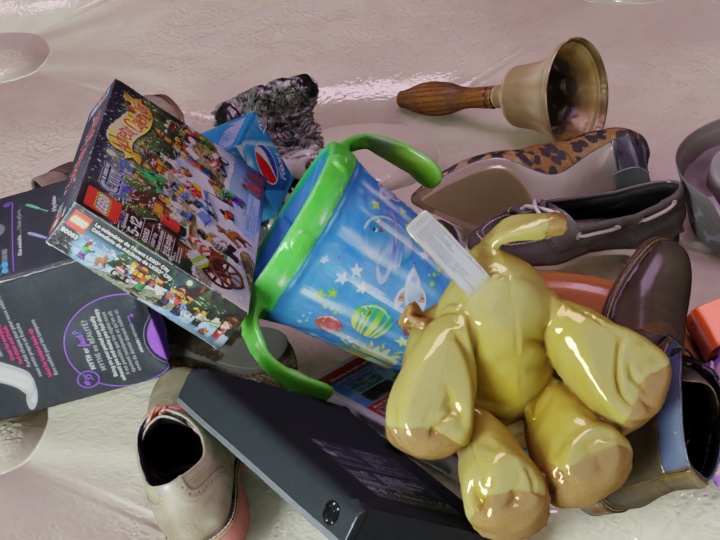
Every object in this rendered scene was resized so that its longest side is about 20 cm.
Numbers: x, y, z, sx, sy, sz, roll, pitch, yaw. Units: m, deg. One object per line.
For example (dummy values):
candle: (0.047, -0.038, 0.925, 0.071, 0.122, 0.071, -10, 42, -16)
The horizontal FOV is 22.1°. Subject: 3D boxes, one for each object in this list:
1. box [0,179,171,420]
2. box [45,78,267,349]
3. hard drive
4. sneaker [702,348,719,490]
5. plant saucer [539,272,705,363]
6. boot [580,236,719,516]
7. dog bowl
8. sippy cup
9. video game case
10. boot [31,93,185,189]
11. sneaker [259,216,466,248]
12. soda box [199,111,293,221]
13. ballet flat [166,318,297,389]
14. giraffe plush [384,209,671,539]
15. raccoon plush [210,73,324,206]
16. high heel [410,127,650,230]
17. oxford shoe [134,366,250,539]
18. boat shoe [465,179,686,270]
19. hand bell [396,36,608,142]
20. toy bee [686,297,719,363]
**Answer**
box: (-0.247, 0.025, 1.315, 0.199, 0.123, 0.106, -15, 37, 0)
box: (-0.135, -0.043, 1.274, 0.136, 0.038, 0.200, 34, 24, -17)
hard drive: (-0.011, 0.126, 1.158, 0.139, 0.033, 0.200, 19, 10, -40)
sneaker: (0.259, 0.063, 1.206, 0.088, 0.080, 0.201, -10, 59, 24)
plant saucer: (0.146, 0.048, 1.307, 0.199, 0.038, 0.200, 3, 22, -1)
boot: (0.203, 0.062, 1.180, 0.097, 0.075, 0.201, -15, 51, 51)
dog bowl: (0.354, -0.064, 1.486, 0.199, 0.059, 0.200, -4, 30, 2)
sippy cup: (0.000, 0.000, 1.292, 0.130, 0.178, 0.140, 32, 10, -8)
video game case: (0.081, 0.091, 1.294, 0.143, 0.018, 0.200, -27, 37, -34)
boot: (-0.215, -0.088, 1.606, 0.146, 0.070, 0.200, -18, 32, -18)
sneaker: (0.007, -0.008, 1.443, 0.199, 0.075, 0.115, 12, 19, 29)
soda box: (-0.157, -0.050, 1.454, 0.199, 0.068, 0.064, -21, 24, 22)
ballet flat: (-0.127, 0.059, 1.363, 0.199, 0.046, 0.067, 10, 47, 34)
giraffe plush: (0.077, 0.065, 1.160, 0.172, 0.201, 0.162, -26, -6, -14)
raccoon plush: (-0.060, -0.090, 1.606, 0.096, 0.134, 0.200, -22, -2, 0)
high heel: (0.145, -0.079, 1.554, 0.199, 0.072, 0.143, -5, 16, 8)
oxford shoe: (-0.115, 0.109, 1.221, 0.070, 0.075, 0.200, -25, 29, 0)
boat shoe: (0.168, -0.040, 1.427, 0.199, 0.057, 0.067, -5, 28, -31)
hand bell: (0.116, -0.159, 1.685, 0.199, 0.105, 0.104, 5, 29, 39)
toy bee: (0.333, 0.029, 1.304, 0.199, 0.109, 0.131, -8, 60, 14)
